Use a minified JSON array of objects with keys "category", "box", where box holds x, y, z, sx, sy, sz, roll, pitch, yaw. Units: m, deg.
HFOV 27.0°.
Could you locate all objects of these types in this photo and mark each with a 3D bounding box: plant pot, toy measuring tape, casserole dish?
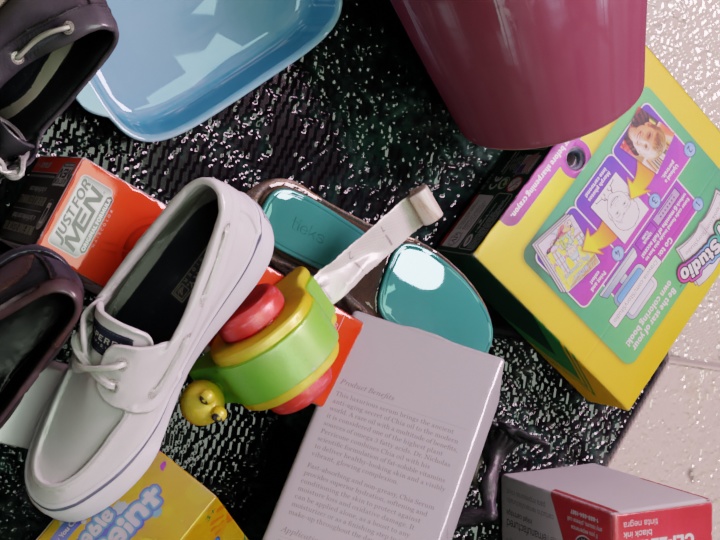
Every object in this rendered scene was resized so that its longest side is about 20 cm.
[{"category":"plant pot","box":[0.101,-0.184,0.950,0.199,0.200,0.180,-31,122,-22]},{"category":"toy measuring tape","box":[-0.019,0.021,0.845,0.200,0.073,0.074,-39,109,-17]},{"category":"casserole dish","box":[-0.102,-0.163,0.923,0.200,0.039,0.122,-36,108,-21]}]

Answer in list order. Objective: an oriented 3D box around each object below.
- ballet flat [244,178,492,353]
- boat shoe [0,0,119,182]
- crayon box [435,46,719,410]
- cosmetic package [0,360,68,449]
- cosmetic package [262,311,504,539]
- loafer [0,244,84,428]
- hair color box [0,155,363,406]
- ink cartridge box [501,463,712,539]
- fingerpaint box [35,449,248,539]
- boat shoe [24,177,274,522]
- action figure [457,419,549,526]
[{"category":"ballet flat","box":[0.000,0.000,0.968,0.200,0.067,0.068,35,73,-25]},{"category":"boat shoe","box":[-0.206,-0.080,0.821,0.200,0.063,0.073,-49,156,11]},{"category":"crayon box","box":[0.176,-0.034,1.060,0.173,0.058,0.200,44,75,-24]},{"category":"cosmetic package","box":[-0.225,0.065,0.850,0.199,0.082,0.051,16,87,-27]},{"category":"cosmetic package","box":[0.009,0.137,0.908,0.101,0.071,0.201,17,66,12]},{"category":"loafer","box":[-0.218,0.069,0.770,0.200,0.063,0.072,-49,116,-8]},{"category":"hair color box","box":[-0.107,0.006,0.895,0.199,0.101,0.062,31,81,-26]},{"category":"ink cartridge box","box":[0.165,0.246,1.024,0.083,0.144,0.202,-3,94,-25]},{"category":"fingerpaint box","box":[-0.148,0.213,0.853,0.200,0.073,0.167,-50,156,-16]},{"category":"boat shoe","box":[-0.123,0.038,0.791,0.201,0.073,0.065,-61,154,-6]},{"category":"action figure","box":[0.049,0.187,0.988,0.119,0.102,0.201,30,78,-37]}]
